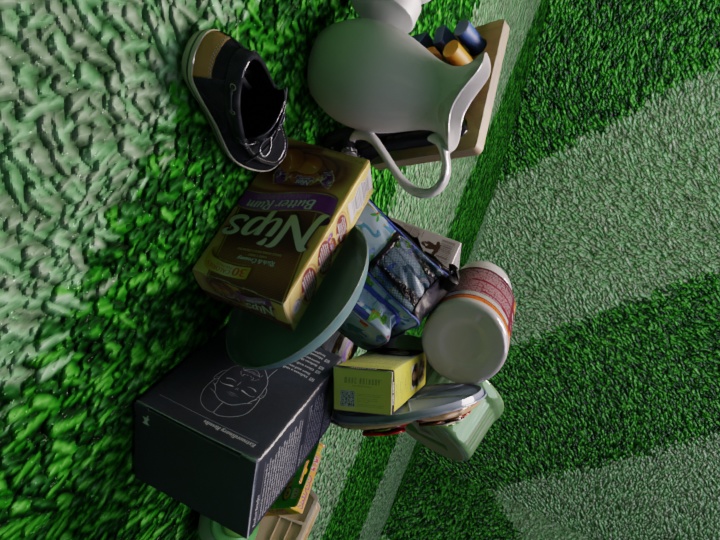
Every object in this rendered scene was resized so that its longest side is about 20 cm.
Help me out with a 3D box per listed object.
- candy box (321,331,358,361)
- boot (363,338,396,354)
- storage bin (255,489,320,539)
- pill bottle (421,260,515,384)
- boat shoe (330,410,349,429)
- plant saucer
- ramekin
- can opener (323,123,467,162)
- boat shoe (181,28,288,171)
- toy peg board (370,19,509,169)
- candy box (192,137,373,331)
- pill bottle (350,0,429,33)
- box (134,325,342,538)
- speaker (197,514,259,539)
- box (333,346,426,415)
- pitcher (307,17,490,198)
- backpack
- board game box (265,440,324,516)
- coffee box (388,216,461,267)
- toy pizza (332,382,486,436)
[{"bbox_3d":[-0.065,0.115,1.011,0.203,0.070,0.169,91,24,-49],"label":"candy box"},{"bbox_3d":[0.025,0.132,1.067,0.200,0.075,0.172,-35,145,-71],"label":"boot"},{"bbox_3d":[-0.141,0.445,1.050,0.201,0.092,0.202,95,20,-67],"label":"storage bin"},{"bbox_3d":[0.157,0.062,0.885,0.200,0.111,0.117,-46,152,-65],"label":"pill bottle"},{"bbox_3d":[-0.075,0.168,0.878,0.198,0.072,0.070,37,42,-38],"label":"boat shoe"},{"bbox_3d":[-0.067,0.029,0.707,0.027,0.197,0.203,47,57,-33],"label":"plant saucer"},{"bbox_3d":[0.111,0.200,0.976,0.099,0.197,0.201,-53,159,-20],"label":"ramekin"},{"bbox_3d":[0.041,-0.179,0.821,0.063,0.195,0.081,44,48,-47],"label":"can opener"},{"bbox_3d":[-0.101,-0.147,0.601,0.200,0.061,0.076,63,47,-71],"label":"boat shoe"},{"bbox_3d":[0.087,-0.266,0.901,0.097,0.197,0.205,29,70,-42],"label":"toy peg board"},{"bbox_3d":[-0.078,-0.047,0.690,0.203,0.114,0.057,-62,158,-27],"label":"candy box"},{"bbox_3d":[0.061,-0.396,0.756,0.113,0.110,0.205,43,68,-73],"label":"pill bottle"},{"bbox_3d":[-0.129,0.160,0.709,0.200,0.145,0.110,-43,149,-57],"label":"box"},{"bbox_3d":[-0.160,0.281,0.864,0.088,0.086,0.205,-2,111,-73],"label":"speaker"},{"bbox_3d":[0.030,0.132,0.796,0.200,0.073,0.052,-3,94,-74],"label":"box"},{"bbox_3d":[0.033,-0.192,0.744,0.121,0.196,0.176,-11,121,-71],"label":"pitcher"},{"bbox_3d":[0.000,0.000,0.847,0.147,0.200,0.183,-45,-178,-18],"label":"backpack"},{"bbox_3d":[-0.115,0.301,0.917,0.199,0.030,0.097,-34,-150,52],"label":"board game box"},{"bbox_3d":[0.057,-0.018,1.029,0.081,0.196,0.115,-61,161,-25],"label":"coffee box"},{"bbox_3d":[0.062,0.175,0.794,0.200,0.195,0.033,0,80,-73],"label":"toy pizza"}]
